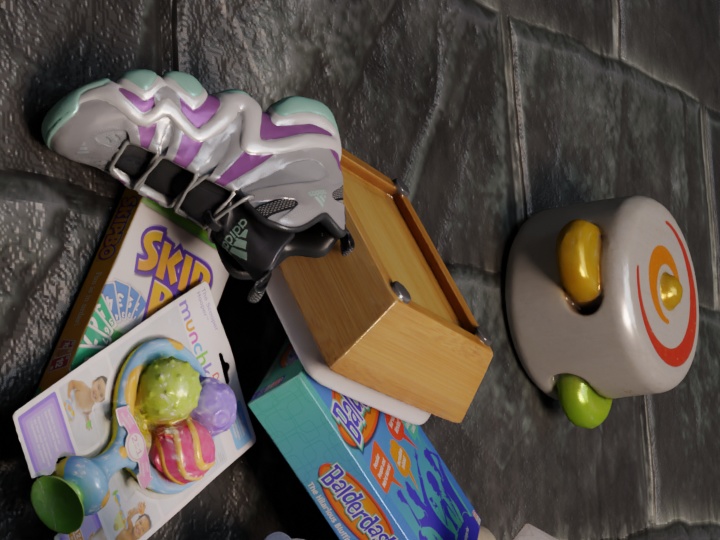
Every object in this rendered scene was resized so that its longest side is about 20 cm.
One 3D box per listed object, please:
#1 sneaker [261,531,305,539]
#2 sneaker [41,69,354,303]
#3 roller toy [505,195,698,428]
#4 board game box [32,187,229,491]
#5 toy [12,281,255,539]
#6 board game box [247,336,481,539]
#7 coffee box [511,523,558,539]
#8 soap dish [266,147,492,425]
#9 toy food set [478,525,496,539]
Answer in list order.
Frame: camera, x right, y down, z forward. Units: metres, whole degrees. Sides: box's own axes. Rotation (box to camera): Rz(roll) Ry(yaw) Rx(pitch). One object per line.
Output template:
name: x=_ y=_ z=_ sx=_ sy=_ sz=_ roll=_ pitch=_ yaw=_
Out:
sneaker: x=-0.033 y=0.256 z=0.929 sx=0.145 sy=0.081 sz=0.201 roll=-5 pitch=57 yaw=-22
sneaker: x=-0.089 y=-0.043 z=0.929 sx=0.198 sy=0.078 sz=0.141 roll=1 pitch=60 yaw=-28
roller toy: x=0.230 y=0.024 z=1.416 sx=0.182 sy=0.139 sz=0.201 roll=-46 pitch=120 yaw=-51
board game box: x=-0.136 y=0.029 z=0.963 sx=0.096 sy=0.030 sz=0.201 roll=50 pitch=42 yaw=-39
toy: x=-0.116 y=0.094 z=0.913 sx=0.200 sy=0.047 sz=0.116 roll=-36 pitch=116 yaw=-52
board game box: x=0.009 y=0.135 z=1.053 sx=0.201 sy=0.045 sz=0.152 roll=56 pitch=17 yaw=-10
coffee box: x=0.094 y=0.287 z=1.019 sx=0.113 sy=0.079 sz=0.201 roll=-38 pitch=149 yaw=-52
soap dish: x=0.000 y=0.000 z=1.050 sx=0.157 sy=0.081 sz=0.201 roll=28 pitch=27 yaw=-50
toy food set: x=0.035 y=0.278 z=1.151 sx=0.143 sy=0.060 sz=0.202 roll=20 pitch=65 yaw=-41
